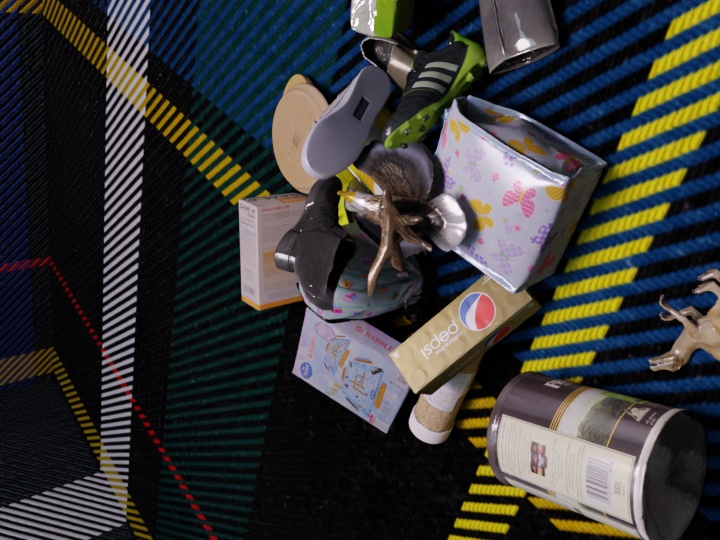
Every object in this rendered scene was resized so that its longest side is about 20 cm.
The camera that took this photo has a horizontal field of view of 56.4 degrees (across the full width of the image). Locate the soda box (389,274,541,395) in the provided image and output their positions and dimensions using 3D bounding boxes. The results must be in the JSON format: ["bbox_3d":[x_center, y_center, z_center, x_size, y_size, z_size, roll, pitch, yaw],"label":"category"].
[{"bbox_3d":[0.140,0.081,0.900,0.200,0.064,0.068,-42,64,14],"label":"soda box"}]

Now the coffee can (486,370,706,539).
[{"bbox_3d":[0.269,0.210,0.780,0.199,0.145,0.148,8,106,50],"label":"coffee can"}]

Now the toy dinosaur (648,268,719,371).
[{"bbox_3d":[0.377,0.052,0.686,0.102,0.058,0.200,59,149,0],"label":"toy dinosaur"}]

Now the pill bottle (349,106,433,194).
[{"bbox_3d":[0.042,-0.166,1.001,0.200,0.104,0.105,51,135,31],"label":"pill bottle"}]

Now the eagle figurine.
[{"bbox_3d":[0.041,-0.082,0.862,0.151,0.200,0.151,-38,102,16],"label":"eagle figurine"}]

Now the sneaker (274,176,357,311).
[{"bbox_3d":[-0.043,-0.044,0.909,0.103,0.201,0.060,15,148,25],"label":"sneaker"}]

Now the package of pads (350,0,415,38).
[{"bbox_3d":[0.039,-0.421,0.896,0.067,0.155,0.202,11,114,10],"label":"package of pads"}]

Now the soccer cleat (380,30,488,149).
[{"bbox_3d":[0.083,-0.232,0.864,0.081,0.200,0.068,40,160,13],"label":"soccer cleat"}]

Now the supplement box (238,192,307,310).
[{"bbox_3d":[-0.160,-0.039,1.281,0.073,0.125,0.202,23,117,48],"label":"supplement box"}]

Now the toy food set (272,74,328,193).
[{"bbox_3d":[-0.098,-0.235,1.207,0.200,0.048,0.199,42,131,37],"label":"toy food set"}]

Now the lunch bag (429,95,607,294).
[{"bbox_3d":[0.173,-0.103,0.836,0.199,0.127,0.171,37,130,28],"label":"lunch bag"}]

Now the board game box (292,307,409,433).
[{"bbox_3d":[-0.010,0.157,1.102,0.198,0.041,0.201,31,141,11],"label":"board game box"}]

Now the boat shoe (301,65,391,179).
[{"bbox_3d":[-0.033,-0.198,0.938,0.074,0.203,0.086,36,152,-18],"label":"boat shoe"}]

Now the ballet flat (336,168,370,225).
[{"bbox_3d":[-0.012,-0.103,1.075,0.066,0.067,0.201,18,152,18],"label":"ballet flat"}]

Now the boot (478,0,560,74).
[{"bbox_3d":[0.157,-0.348,0.841,0.181,0.072,0.202,-3,104,54],"label":"boot"}]

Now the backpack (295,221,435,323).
[{"bbox_3d":[0.000,0.000,1.022,0.167,0.199,0.128,41,128,38],"label":"backpack"}]

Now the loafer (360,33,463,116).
[{"bbox_3d":[0.067,-0.281,0.962,0.200,0.069,0.076,45,132,35],"label":"loafer"}]

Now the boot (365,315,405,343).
[{"bbox_3d":[-0.005,0.105,1.167,0.201,0.073,0.150,60,140,9],"label":"boot"}]

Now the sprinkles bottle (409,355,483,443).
[{"bbox_3d":[0.131,0.170,1.011,0.068,0.068,0.201,44,132,36],"label":"sprinkles bottle"}]

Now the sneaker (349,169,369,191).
[{"bbox_3d":[-0.047,-0.121,1.145,0.075,0.086,0.201,49,134,33],"label":"sneaker"}]
